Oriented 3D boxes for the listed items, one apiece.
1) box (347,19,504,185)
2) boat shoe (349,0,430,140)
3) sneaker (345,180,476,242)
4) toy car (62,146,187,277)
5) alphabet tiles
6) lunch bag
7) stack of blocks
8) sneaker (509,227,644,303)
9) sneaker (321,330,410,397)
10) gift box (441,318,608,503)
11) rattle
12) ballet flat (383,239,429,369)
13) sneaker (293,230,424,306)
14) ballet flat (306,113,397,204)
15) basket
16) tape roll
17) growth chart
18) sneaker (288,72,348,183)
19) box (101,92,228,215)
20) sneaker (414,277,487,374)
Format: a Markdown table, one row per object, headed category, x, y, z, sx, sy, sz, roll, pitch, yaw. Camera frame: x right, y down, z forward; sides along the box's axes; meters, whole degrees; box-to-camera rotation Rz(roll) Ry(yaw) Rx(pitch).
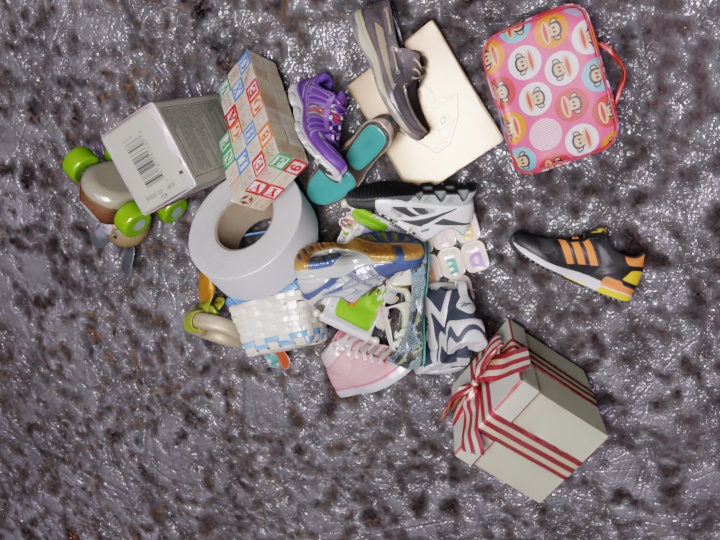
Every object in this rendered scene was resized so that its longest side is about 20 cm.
| category | x | y | z | sx | sy | sz | roll | pitch | yaw |
| --- | --- | --- | --- | --- | --- | --- | --- | --- | --- |
| box | 0.096 | -0.237 | 0.919 | 0.161 | 0.021 | 0.203 | -31 | 95 | 21 |
| boat shoe | 0.056 | -0.285 | 0.865 | 0.072 | 0.075 | 0.204 | -24 | 99 | 21 |
| sneaker | 0.073 | -0.084 | 0.920 | 0.194 | 0.075 | 0.091 | 3 | 118 | 6 |
| toy car | -0.417 | -0.088 | 1.054 | 0.164 | 0.157 | 0.202 | 42 | 126 | 12 |
| alphabet tiles | 0.103 | -0.026 | 0.992 | 0.195 | 0.015 | 0.200 | -15 | 103 | 19 |
| lunch bag | 0.269 | -0.249 | 0.836 | 0.172 | 0.082 | 0.205 | -15 | 102 | 19 |
| stack of blocks | -0.157 | -0.209 | 0.919 | 0.115 | 0.058 | 0.204 | -38 | 58 | 33 |
| sneaker | 0.321 | -0.030 | 0.908 | 0.196 | 0.070 | 0.092 | 25 | 98 | 6 |
| sneaker | 0.005 | 0.142 | 1.020 | 0.198 | 0.075 | 0.107 | -25 | 95 | 46 |
| gift box | 0.240 | 0.206 | 0.918 | 0.184 | 0.201 | 0.187 | 31 | 111 | -7 |
| rattle | -0.207 | 0.080 | 1.105 | 0.194 | 0.146 | 0.131 | 14 | 144 | -6 |
| ballet flat | 0.069 | 0.046 | 0.937 | 0.072 | 0.074 | 0.206 | -2 | 74 | 16 |
| sneaker | 0.000 | 0.000 | 0.920 | 0.194 | 0.076 | 0.090 | -7 | 121 | -2 |
| ballet flat | -0.009 | -0.169 | 0.942 | 0.068 | 0.068 | 0.198 | 47 | 133 | -12 |
| basket | -0.140 | 0.031 | 1.014 | 0.172 | 0.139 | 0.206 | -10 | 90 | 19 |
| tape roll | -0.167 | -0.060 | 0.960 | 0.197 | 0.207 | 0.071 | -10 | 148 | 18 |
| growth chart | 0.005 | 0.007 | 0.968 | 0.141 | 0.018 | 0.205 | 16 | 94 | -19 |
| sneaker | -0.051 | -0.219 | 0.894 | 0.082 | 0.081 | 0.204 | -26 | 57 | 14 |
| box | -0.273 | -0.184 | 0.944 | 0.107 | 0.200 | 0.130 | -24 | 101 | 21 |
| sneaker | 0.133 | 0.085 | 0.984 | 0.077 | 0.200 | 0.133 | -1 | 65 | -11 |
